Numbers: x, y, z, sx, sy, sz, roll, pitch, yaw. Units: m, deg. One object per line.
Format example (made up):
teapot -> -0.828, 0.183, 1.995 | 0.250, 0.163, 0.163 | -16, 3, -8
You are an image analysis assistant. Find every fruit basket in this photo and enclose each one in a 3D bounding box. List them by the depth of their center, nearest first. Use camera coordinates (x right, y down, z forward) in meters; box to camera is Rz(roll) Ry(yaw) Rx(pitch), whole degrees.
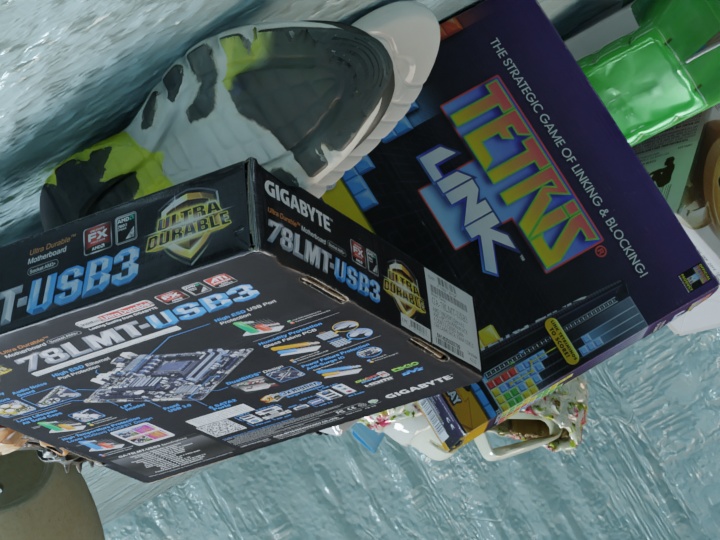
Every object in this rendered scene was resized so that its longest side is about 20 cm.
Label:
fruit basket -> 0.199, -0.157, 1.353 | 0.185, 0.094, 0.200 | -26, -161, 41

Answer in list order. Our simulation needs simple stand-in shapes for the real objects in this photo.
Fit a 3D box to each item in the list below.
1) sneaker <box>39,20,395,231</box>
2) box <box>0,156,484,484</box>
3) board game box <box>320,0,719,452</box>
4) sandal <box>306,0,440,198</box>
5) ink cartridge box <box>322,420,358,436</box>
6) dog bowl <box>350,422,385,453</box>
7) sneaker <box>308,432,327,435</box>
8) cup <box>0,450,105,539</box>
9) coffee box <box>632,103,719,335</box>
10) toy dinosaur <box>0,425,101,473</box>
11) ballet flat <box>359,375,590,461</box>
sneaker -> -0.058, -0.062, 0.917 | 0.200, 0.075, 0.085 | -24, -175, 36
box -> -0.076, 0.030, 0.933 | 0.200, 0.050, 0.198 | -19, 151, 26
board game box -> 0.067, -0.030, 1.107 | 0.165, 0.200, 0.057 | -30, 171, -14
sandal -> -0.045, -0.062, 1.018 | 0.203, 0.050, 0.082 | -47, 152, 3
ink cartridge box -> 0.000, 0.000, 1.212 | 0.200, 0.084, 0.145 | -37, -155, -28
dog bowl -> -0.036, 0.054, 1.494 | 0.050, 0.111, 0.200 | -46, -141, -5
sneaker -> -0.057, 0.034, 1.332 | 0.200, 0.070, 0.093 | 21, -117, 47
cup -> -0.254, 0.165, 1.346 | 0.200, 0.200, 0.143 | -26, 146, -36
coffee box -> 0.238, -0.072, 1.418 | 0.080, 0.113, 0.200 | -15, -139, 42
toy dinosaur -> -0.177, 0.058, 1.101 | 0.200, 0.102, 0.136 | -2, 178, 39
ballet flat -> 0.073, 0.097, 1.404 | 0.200, 0.064, 0.076 | 1, 160, -26
